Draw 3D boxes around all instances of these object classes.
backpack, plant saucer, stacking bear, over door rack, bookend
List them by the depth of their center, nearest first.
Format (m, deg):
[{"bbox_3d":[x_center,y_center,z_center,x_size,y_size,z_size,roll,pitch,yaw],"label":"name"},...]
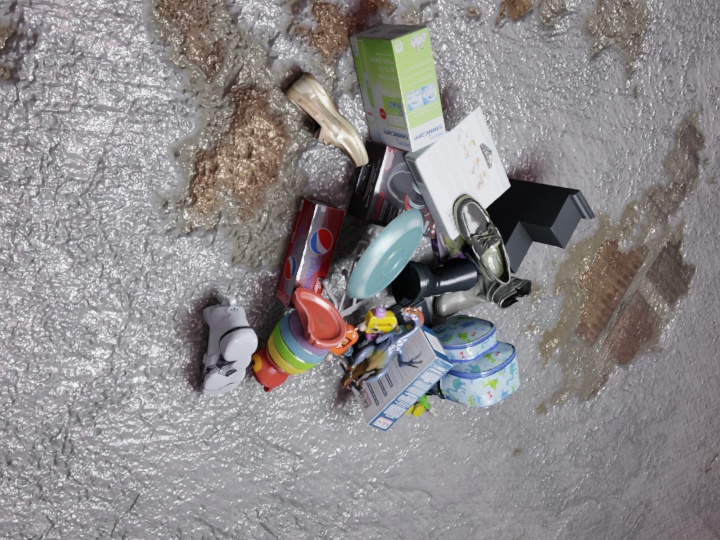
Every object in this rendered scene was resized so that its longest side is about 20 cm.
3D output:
[{"bbox_3d":[0.052,-0.023,1.422,0.200,0.027,0.201,-45,161,-19],"label":"plant saucer"},{"bbox_3d":[-0.129,0.144,1.454,0.113,0.123,0.200,13,133,-47],"label":"stacking bear"},{"bbox_3d":[0.000,0.000,1.495,0.147,0.066,0.202,-27,151,-54],"label":"over door rack"},{"bbox_3d":[0.220,0.187,1.616,0.181,0.198,0.150,-25,117,-37],"label":"backpack"},{"bbox_3d":[0.352,-0.077,1.651,0.092,0.198,0.201,43,72,-40],"label":"bookend"}]

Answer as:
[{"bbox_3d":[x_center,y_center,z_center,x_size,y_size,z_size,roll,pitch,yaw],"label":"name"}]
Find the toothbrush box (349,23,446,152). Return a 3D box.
[{"bbox_3d":[0.068,-0.335,1.432,0.085,0.145,0.203,-27,119,-23],"label":"toothbrush box"}]

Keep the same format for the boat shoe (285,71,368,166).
[{"bbox_3d":[-0.060,-0.260,1.425,0.064,0.071,0.201,-42,114,-8],"label":"boat shoe"}]

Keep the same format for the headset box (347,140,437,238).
[{"bbox_3d":[0.072,-0.158,1.537,0.197,0.075,0.152,12,100,-36],"label":"headset box"}]

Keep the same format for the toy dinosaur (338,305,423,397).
[{"bbox_3d":[0.042,0.144,1.519,0.181,0.199,0.106,-41,101,-18],"label":"toy dinosaur"}]

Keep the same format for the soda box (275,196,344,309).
[{"bbox_3d":[-0.096,-0.029,1.479,0.069,0.063,0.204,10,101,-35],"label":"soda box"}]

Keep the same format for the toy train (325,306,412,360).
[{"bbox_3d":[0.018,0.132,1.565,0.150,0.056,0.199,-45,134,17],"label":"toy train"}]

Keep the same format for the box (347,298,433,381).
[{"bbox_3d":[0.068,0.166,1.662,0.198,0.046,0.161,-29,119,-22],"label":"box"}]

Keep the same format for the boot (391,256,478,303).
[{"bbox_3d":[0.160,0.011,1.573,0.165,0.200,0.078,-14,82,-13],"label":"boot"}]

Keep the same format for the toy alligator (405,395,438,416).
[{"bbox_3d":[0.123,0.282,1.725,0.198,0.059,0.055,20,110,-46],"label":"toy alligator"}]

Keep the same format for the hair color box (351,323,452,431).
[{"bbox_3d":[0.080,0.211,1.554,0.200,0.101,0.060,-46,133,17],"label":"hair color box"}]

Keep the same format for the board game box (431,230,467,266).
[{"bbox_3d":[0.204,-0.083,1.680,0.119,0.032,0.204,-27,119,-28],"label":"board game box"}]

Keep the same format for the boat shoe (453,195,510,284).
[{"bbox_3d":[0.249,-0.057,1.546,0.071,0.066,0.203,-34,118,-9],"label":"boat shoe"}]

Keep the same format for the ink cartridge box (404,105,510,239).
[{"bbox_3d":[0.192,-0.192,1.532,0.173,0.043,0.202,-42,126,-16],"label":"ink cartridge box"}]

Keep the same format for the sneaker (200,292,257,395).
[{"bbox_3d":[-0.249,0.135,1.432,0.074,0.116,0.201,1,140,-32],"label":"sneaker"}]

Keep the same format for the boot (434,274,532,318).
[{"bbox_3d":[0.267,0.053,1.702,0.198,0.130,0.069,-29,119,-22],"label":"boot"}]
